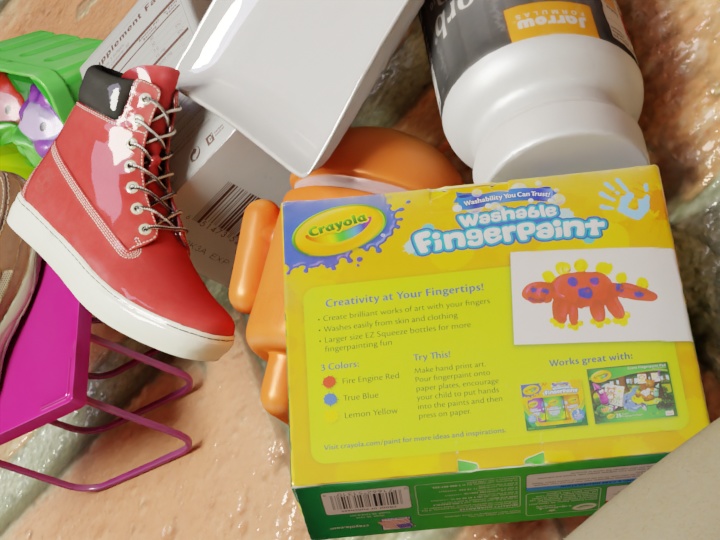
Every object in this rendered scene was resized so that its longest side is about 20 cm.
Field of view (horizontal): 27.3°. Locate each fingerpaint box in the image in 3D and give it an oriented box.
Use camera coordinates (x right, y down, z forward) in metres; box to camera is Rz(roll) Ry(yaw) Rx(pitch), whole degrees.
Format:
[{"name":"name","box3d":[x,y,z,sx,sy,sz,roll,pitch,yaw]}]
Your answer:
[{"name":"fingerpaint box","box3d":[0.064,0.041,0.760,0.200,0.073,0.167,-6,58,2]}]

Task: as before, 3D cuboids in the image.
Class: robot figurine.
[{"name":"robot figurine","box3d":[0.002,0.000,0.892,0.144,0.117,0.200,-8,63,57]}]

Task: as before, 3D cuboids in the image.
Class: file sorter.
[{"name":"file sorter","box3d":[-0.199,0.042,1.069,0.139,0.125,0.200,-25,53,34]}]

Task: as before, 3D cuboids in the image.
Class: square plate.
[{"name":"square plate","box3d":[-0.021,-0.168,0.899,0.200,0.028,0.198,-59,39,5]}]

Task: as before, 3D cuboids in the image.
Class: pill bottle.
[{"name":"pill bottle","box3d":[0.098,-0.123,0.857,0.116,0.116,0.200,-34,47,29]}]

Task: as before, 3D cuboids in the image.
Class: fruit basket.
[{"name":"fruit basket","box3d":[-0.278,-0.093,1.195,0.215,0.156,0.216,-17,29,10]}]

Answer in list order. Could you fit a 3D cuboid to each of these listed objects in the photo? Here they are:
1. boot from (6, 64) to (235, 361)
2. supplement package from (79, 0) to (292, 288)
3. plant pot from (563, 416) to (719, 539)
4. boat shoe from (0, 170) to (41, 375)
[{"name":"boot","box3d":[-0.128,-0.045,0.924,0.200,0.072,0.144,38,104,32]},{"name":"supplement package","box3d":[-0.107,-0.101,1.059,0.117,0.117,0.200,-44,43,21]},{"name":"plant pot","box3d":[0.172,0.137,0.607,0.200,0.187,0.187,-50,39,-8]},{"name":"boat shoe","box3d":[-0.272,0.019,1.004,0.076,0.072,0.200,-9,63,42]}]
